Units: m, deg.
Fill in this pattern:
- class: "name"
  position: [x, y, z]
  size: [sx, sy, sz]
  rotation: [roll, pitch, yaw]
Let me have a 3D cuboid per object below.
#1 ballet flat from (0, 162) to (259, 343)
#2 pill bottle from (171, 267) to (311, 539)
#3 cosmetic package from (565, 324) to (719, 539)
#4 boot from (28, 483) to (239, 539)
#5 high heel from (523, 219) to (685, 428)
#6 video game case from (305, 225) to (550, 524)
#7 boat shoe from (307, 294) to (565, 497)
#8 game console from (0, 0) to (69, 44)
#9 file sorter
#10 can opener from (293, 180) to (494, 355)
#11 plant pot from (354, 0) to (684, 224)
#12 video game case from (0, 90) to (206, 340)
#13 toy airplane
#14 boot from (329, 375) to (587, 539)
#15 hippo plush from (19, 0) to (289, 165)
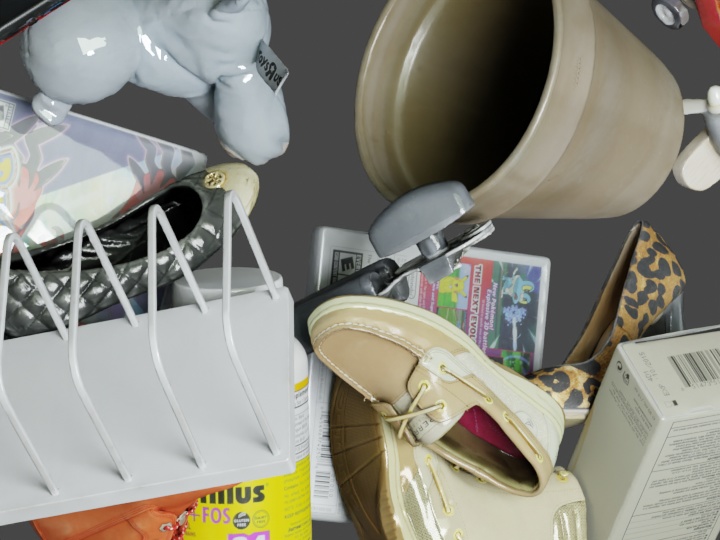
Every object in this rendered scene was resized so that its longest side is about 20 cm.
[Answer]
- class: "ballet flat"
  position: [-0.150, -0.018, 1.664]
  size: [0.199, 0.066, 0.057]
  rotation: [-30, 129, -18]
- class: "pill bottle"
  position: [-0.085, 0.103, 1.694]
  size: [0.104, 0.104, 0.202]
  rotation: [-6, 102, -23]
- class: "cosmetic package"
  position: [0.206, 0.134, 1.789]
  size: [0.104, 0.201, 0.071]
  rotation: [-8, 49, -26]
- class: "boot"
  position: [-0.127, 0.148, 1.633]
  size: [0.075, 0.199, 0.108]
  rotation: [-33, 103, -50]
- class: "high heel"
  position: [0.151, 0.037, 1.825]
  size: [0.199, 0.071, 0.144]
  rotation: [-2, 80, -37]
- class: "video game case"
  position: [0.041, 0.080, 1.813]
  size: [0.181, 0.023, 0.202]
  rotation: [8, 84, -23]
- class: "boat shoe"
  position: [0.052, 0.083, 1.696]
  size: [0.199, 0.074, 0.067]
  rotation: [28, 44, -20]
- class: "game console"
  position: [-0.247, -0.251, 1.590]
  size: [0.172, 0.200, 0.119]
  rotation: [-35, 144, -19]
- class: "file sorter"
  position: [-0.150, 0.047, 1.542]
  size: [0.198, 0.139, 0.125]
  rotation: [-10, 137, 9]
- class: "can opener"
  position: [0.000, 0.000, 1.714]
  size: [0.067, 0.199, 0.053]
  rotation: [61, 29, -6]
- class: "plant pot"
  position: [0.124, -0.115, 1.777]
  size: [0.173, 0.199, 0.202]
  rotation: [17, 82, -38]
- class: "video game case"
  position: [-0.207, -0.005, 1.698]
  size: [0.181, 0.023, 0.202]
  rotation: [16, 82, -22]
- class: "toy airplane"
  position: [0.316, -0.150, 1.873]
  size: [0.198, 0.141, 0.202]
  rotation: [6, 86, -24]
- class: "boot"
  position: [0.070, 0.144, 1.773]
  size: [0.155, 0.073, 0.201]
  rotation: [-12, 81, -30]
- class: "hippo plush"
  position: [-0.136, -0.134, 1.671]
  size: [0.160, 0.200, 0.160]
  rotation: [-12, 113, -5]
